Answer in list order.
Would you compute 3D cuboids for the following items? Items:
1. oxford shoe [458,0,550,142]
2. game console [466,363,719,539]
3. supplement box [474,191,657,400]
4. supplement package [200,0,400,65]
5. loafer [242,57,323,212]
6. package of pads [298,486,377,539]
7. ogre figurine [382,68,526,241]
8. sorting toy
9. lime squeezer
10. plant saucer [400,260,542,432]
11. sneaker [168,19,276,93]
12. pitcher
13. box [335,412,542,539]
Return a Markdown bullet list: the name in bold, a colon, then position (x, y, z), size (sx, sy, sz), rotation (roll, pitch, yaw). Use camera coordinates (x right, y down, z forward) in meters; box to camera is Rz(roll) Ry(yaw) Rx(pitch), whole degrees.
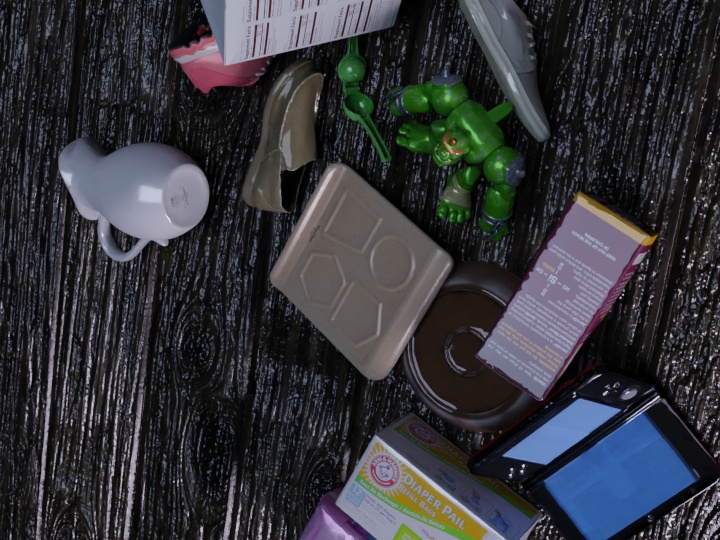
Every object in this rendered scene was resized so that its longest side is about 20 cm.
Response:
- **oxford shoe**: position (0.163, -0.234, 1.163), size (0.057, 0.075, 0.201), rotation (-24, 87, 1)
- **game console**: position (0.246, 0.210, 1.162), size (0.200, 0.172, 0.119), rotation (-43, 51, 26)
- **supplement box**: position (0.215, 0.024, 1.131), size (0.085, 0.110, 0.201), rotation (34, 103, 15)
- **supplement package**: position (-0.076, -0.352, 1.151), size (0.147, 0.199, 0.192), rotation (109, 143, -65)
- **loafer**: position (-0.080, -0.156, 1.305), size (0.067, 0.076, 0.201), rotation (31, 121, 20)
- **package of pads**: position (0.006, 0.376, 1.340), size (0.200, 0.076, 0.121), rotation (39, 117, 18)
- **ogre figurine**: position (0.109, -0.136, 1.183), size (0.120, 0.097, 0.201), rotation (-49, 56, 61)
- **sorting toy**: position (0.000, 0.000, 1.296), size (0.200, 0.036, 0.186), rotation (41, 115, 25)
- **lime squeezer**: position (-0.004, -0.217, 1.257), size (0.037, 0.071, 0.202), rotation (-9, 88, -7)
- **plant saucer**: position (0.127, 0.091, 1.254), size (0.199, 0.032, 0.202), rotation (5, 100, 27)
- **sneaker**: position (-0.130, -0.270, 1.325), size (0.199, 0.074, 0.087), rotation (-11, 127, 21)
- **pitcher**: position (-0.286, -0.083, 1.413), size (0.199, 0.121, 0.173), rotation (10, 124, 37)
- **box**: position (0.089, 0.275, 1.263), size (0.199, 0.101, 0.113), rotation (36, 113, 19)
